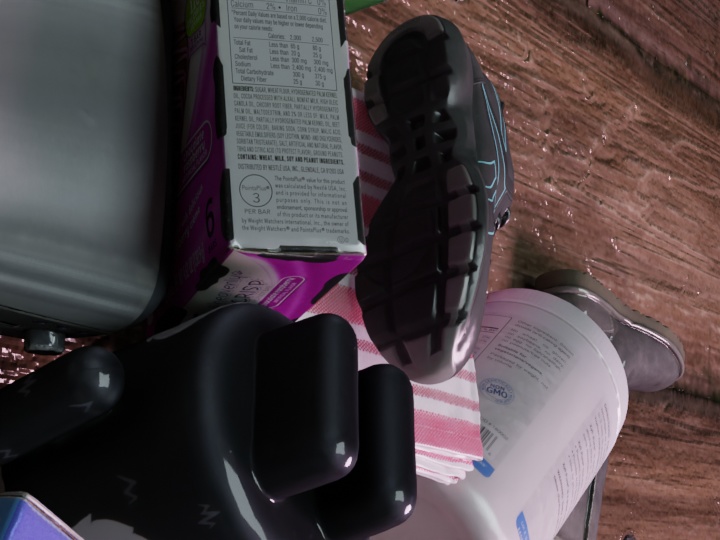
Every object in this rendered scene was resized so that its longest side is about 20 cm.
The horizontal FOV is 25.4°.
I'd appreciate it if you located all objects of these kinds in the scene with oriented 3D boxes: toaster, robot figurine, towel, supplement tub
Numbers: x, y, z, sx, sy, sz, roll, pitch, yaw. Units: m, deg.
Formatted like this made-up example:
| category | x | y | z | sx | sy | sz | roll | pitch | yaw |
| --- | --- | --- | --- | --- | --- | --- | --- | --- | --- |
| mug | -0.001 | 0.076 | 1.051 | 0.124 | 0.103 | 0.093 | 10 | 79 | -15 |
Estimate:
| category | x | y | z | sx | sy | sz | roll | pitch | yaw |
| --- | --- | --- | --- | --- | --- | --- | --- | --- | --- |
| toaster | -0.151 | -0.068 | 0.636 | 0.129 | 0.113 | 0.202 | 9 | 80 | -54 |
| robot figurine | -0.074 | 0.090 | 0.650 | 0.151 | 0.199 | 0.125 | 64 | 25 | -7 |
| towel | 0.000 | 0.000 | 0.794 | 0.146 | 0.030 | 0.202 | 20 | 58 | -49 |
| supplement tub | 0.065 | 0.110 | 0.932 | 0.200 | 0.131 | 0.133 | -41 | 119 | -52 |

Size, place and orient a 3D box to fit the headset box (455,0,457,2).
| category | x | y | z | sx | sy | sz | roll | pitch | yaw |
| --- | --- | --- | --- | --- | --- | --- | --- | --- | --- |
| headset box | 0.057 | -0.279 | 0.944 | 0.175 | 0.092 | 0.201 | -101 | 167 | -59 |

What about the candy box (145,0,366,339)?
| category | x | y | z | sx | sy | sz | roll | pitch | yaw |
| --- | --- | --- | --- | --- | --- | --- | --- | --- | --- |
| candy box | -0.055 | -0.080 | 0.686 | 0.060 | 0.136 | 0.202 | 3 | 70 | -21 |

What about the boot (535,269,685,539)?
| category | x | y | z | sx | sy | sz | roll | pitch | yaw |
| --- | --- | --- | --- | --- | --- | --- | --- | --- | --- |
| boot | 0.168 | 0.121 | 1.146 | 0.181 | 0.072 | 0.202 | 29 | 55 | -37 |

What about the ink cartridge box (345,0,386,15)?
| category | x | y | z | sx | sy | sz | roll | pitch | yaw |
| --- | --- | --- | --- | --- | --- | --- | --- | --- | --- |
| ink cartridge box | 0.038 | -0.233 | 0.818 | 0.084 | 0.198 | 0.146 | -99 | 169 | -60 |

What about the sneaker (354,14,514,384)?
| category | x | y | z | sx | sy | sz | roll | pitch | yaw |
| --- | --- | --- | --- | --- | --- | --- | --- | --- | --- |
| sneaker | 0.048 | -0.032 | 0.786 | 0.079 | 0.075 | 0.201 | 35 | 47 | -42 |

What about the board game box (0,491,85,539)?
| category | x | y | z | sx | sy | sz | roll | pitch | yaw |
| --- | --- | --- | --- | --- | --- | --- | --- | --- | --- |
| board game box | -0.174 | 0.182 | 0.520 | 0.097 | 0.158 | 0.201 | 52 | 46 | -42 |
